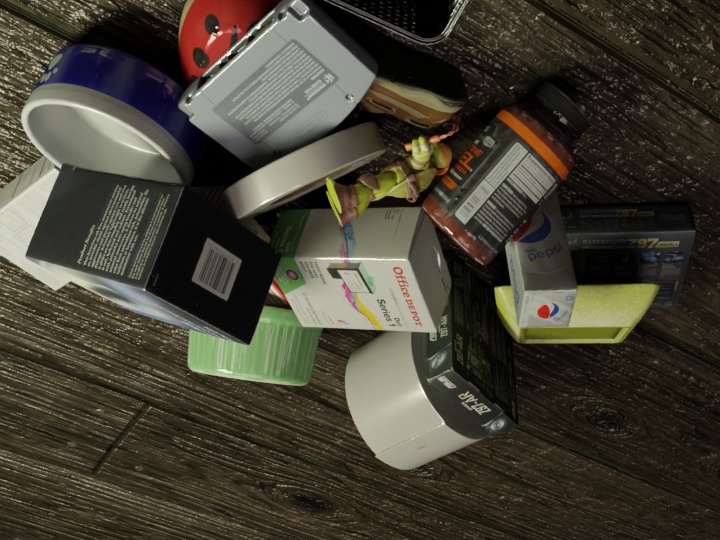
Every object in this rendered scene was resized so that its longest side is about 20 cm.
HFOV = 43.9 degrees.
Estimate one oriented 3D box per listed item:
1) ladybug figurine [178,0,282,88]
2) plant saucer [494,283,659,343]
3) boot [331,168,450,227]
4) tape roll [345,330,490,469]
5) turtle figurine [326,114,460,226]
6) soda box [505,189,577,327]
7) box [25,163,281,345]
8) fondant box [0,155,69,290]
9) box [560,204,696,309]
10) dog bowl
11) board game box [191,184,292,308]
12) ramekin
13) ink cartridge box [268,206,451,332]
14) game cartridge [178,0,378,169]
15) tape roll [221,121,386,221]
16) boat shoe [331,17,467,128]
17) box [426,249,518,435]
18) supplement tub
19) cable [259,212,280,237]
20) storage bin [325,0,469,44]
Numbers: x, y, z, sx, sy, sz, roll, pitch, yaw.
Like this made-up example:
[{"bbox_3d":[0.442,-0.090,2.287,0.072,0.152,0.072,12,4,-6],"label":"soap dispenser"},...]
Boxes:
[{"bbox_3d":[-0.136,-0.231,0.974,0.132,0.073,0.202,7,139,-2],"label":"ladybug figurine"},{"bbox_3d":[0.273,0.061,1.157,0.195,0.049,0.200,-1,167,10],"label":"plant saucer"},{"bbox_3d":[0.075,-0.048,1.161,0.195,0.074,0.157,-8,137,17],"label":"boot"},{"bbox_3d":[0.093,0.173,1.314,0.138,0.206,0.201,-31,128,34],"label":"tape roll"},{"bbox_3d":[0.041,-0.104,1.010,0.159,0.200,0.066,-26,93,-5],"label":"turtle figurine"},{"bbox_3d":[0.208,-0.032,1.067,0.062,0.203,0.069,-1,140,1],"label":"soda box"},{"bbox_3d":[-0.231,-0.015,1.020,0.195,0.126,0.200,13,166,32],"label":"box"},{"bbox_3d":[-0.402,-0.068,1.198,0.198,0.059,0.144,-26,131,31],"label":"fondant box"},{"bbox_3d":[0.332,-0.014,1.191,0.195,0.052,0.159,-2,140,8],"label":"box"},{"bbox_3d":[-0.275,-0.160,1.016,0.196,0.080,0.201,16,157,7],"label":"dog bowl"},{"bbox_3d":[-0.182,-0.030,1.192,0.149,0.047,0.201,3,144,38],"label":"board game box"},{"bbox_3d":[-0.151,0.102,1.262,0.195,0.100,0.200,8,175,1],"label":"ramekin"},{"bbox_3d":[0.000,0.000,1.121,0.196,0.085,0.146,1,141,24],"label":"ink cartridge box"},{"bbox_3d":[-0.082,-0.188,0.933,0.198,0.041,0.133,-30,125,35],"label":"game cartridge"},{"bbox_3d":[-0.064,-0.112,1.025,0.200,0.202,0.038,-24,94,28],"label":"tape roll"},{"bbox_3d":[0.020,-0.207,0.987,0.196,0.077,0.074,21,140,-16],"label":"boat shoe"},{"bbox_3d":[0.153,0.098,1.222,0.043,0.203,0.160,-26,131,30],"label":"box"},{"bbox_3d":[0.168,-0.113,1.012,0.106,0.107,0.201,37,99,-32],"label":"supplement tub"},{"bbox_3d":[-0.050,-0.024,1.238,0.197,0.051,0.097,22,131,-34],"label":"cable"},{"bbox_3d":[0.019,-0.322,0.840,0.196,0.095,0.136,20,137,-16],"label":"storage bin"}]
